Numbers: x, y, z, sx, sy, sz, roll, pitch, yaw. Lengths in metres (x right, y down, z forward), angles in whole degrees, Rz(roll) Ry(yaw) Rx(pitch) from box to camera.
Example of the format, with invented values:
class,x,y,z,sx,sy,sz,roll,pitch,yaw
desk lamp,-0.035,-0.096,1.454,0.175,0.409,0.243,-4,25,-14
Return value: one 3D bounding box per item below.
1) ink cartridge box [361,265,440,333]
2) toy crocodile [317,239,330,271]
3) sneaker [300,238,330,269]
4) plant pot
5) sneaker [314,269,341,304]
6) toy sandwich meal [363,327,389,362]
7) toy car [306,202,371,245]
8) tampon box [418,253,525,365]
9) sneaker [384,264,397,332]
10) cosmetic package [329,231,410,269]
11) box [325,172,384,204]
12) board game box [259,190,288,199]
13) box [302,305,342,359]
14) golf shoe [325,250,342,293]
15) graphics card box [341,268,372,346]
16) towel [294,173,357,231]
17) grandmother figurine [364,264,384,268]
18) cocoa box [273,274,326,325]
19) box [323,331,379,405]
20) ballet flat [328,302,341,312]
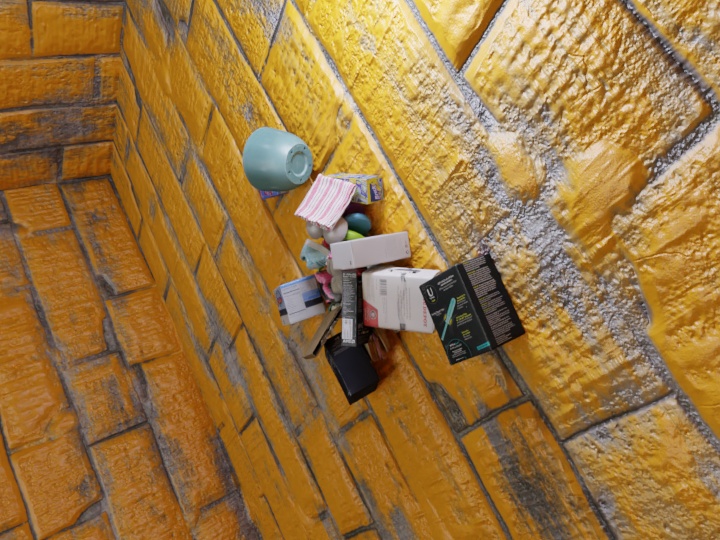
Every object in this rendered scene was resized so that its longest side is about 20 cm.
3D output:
class,x,y,z,sx,sy,sz,roll,pitch,yaw
ink cartridge box,0.109,0.073,1.474,0.196,0.083,0.151,5,106,23
toy crocodile,-0.113,-0.067,1.817,0.068,0.061,0.201,59,143,18
sneaker,-0.121,-0.032,1.711,0.199,0.073,0.083,25,89,58
plant pot,-0.246,-0.344,1.786,0.159,0.199,0.205,14,116,36
sneaker,-0.092,0.069,1.810,0.200,0.077,0.098,-127,32,-64
toy sandwich meal,0.017,0.175,1.670,0.207,0.069,0.205,57,175,8
toy car,-0.045,-0.130,1.642,0.198,0.174,0.153,21,84,49
tampon box,0.256,0.090,1.312,0.149,0.124,0.204,-34,75,53
sneaker,0.095,0.090,1.578,0.129,0.078,0.202,43,135,34
cosmetic package,0.028,-0.053,1.504,0.100,0.197,0.073,-4,97,53
box,-0.018,-0.237,1.615,0.198,0.063,0.072,17,117,51
board game box,-0.326,-0.364,2.007,0.133,0.044,0.205,0,103,54
box,-0.116,0.193,1.715,0.021,0.165,0.200,32,164,-7
golf shoe,-0.043,0.004,1.584,0.090,0.076,0.201,20,153,19
graphics card box,-0.007,0.097,1.522,0.050,0.125,0.206,0,91,21
towel,-0.102,-0.198,1.590,0.199,0.030,0.148,26,82,49
grandmother figurine,0.000,0.000,1.658,0.198,0.119,0.062,-3,75,54
cocoa box,-0.211,0.102,1.918,0.200,0.131,0.134,157,95,-74
box,-0.030,0.300,1.757,0.185,0.102,0.201,61,169,17
ballet flat,-0.043,0.112,1.787,0.199,0.069,0.069,-34,76,54
